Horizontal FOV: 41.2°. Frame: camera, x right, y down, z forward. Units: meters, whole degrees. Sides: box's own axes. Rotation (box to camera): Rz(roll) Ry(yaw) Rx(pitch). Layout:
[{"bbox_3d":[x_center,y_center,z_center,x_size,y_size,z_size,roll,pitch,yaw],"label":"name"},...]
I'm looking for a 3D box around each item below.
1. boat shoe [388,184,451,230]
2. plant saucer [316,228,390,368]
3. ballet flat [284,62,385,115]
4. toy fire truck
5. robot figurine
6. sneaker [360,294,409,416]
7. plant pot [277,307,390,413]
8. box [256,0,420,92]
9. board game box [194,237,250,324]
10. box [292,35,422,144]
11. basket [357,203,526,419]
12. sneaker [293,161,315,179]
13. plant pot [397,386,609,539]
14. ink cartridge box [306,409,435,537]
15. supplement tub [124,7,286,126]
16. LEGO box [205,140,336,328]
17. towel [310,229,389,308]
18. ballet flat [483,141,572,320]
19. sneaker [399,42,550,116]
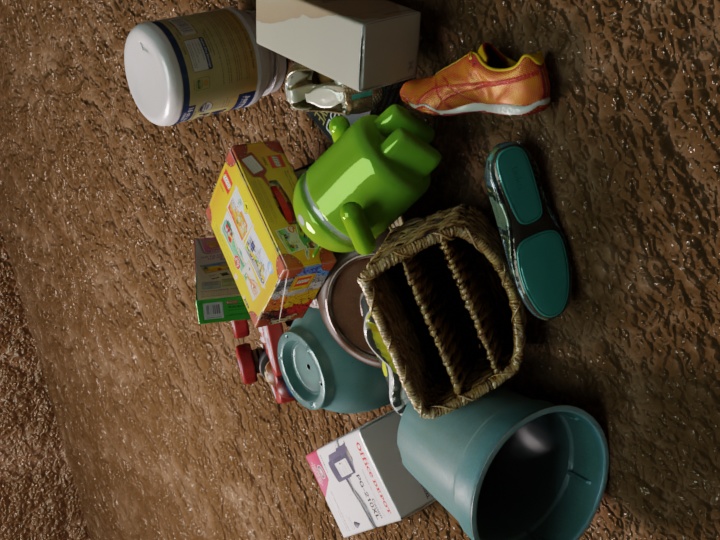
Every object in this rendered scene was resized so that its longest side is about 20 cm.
[{"bbox_3d":[0.061,-0.081,1.213,0.201,0.073,0.063,63,154,18],"label":"boat shoe"},{"bbox_3d":[0.031,0.045,1.260,0.198,0.032,0.202,7,113,16],"label":"plant saucer"},{"bbox_3d":[-0.053,-0.228,1.203,0.199,0.065,0.071,11,118,51],"label":"ballet flat"},{"bbox_3d":[-0.138,0.122,1.512,0.168,0.111,0.202,-127,27,-68],"label":"toy fire truck"},{"bbox_3d":[0.002,-0.101,1.129,0.200,0.115,0.176,-40,42,30],"label":"robot figurine"},{"bbox_3d":[0.054,0.102,1.221,0.085,0.074,0.201,-107,-3,-54],"label":"sneaker"},{"bbox_3d":[-0.036,0.124,1.398,0.200,0.133,0.202,31,131,44],"label":"plant pot"},{"bbox_3d":[-0.029,-0.282,1.120,0.199,0.095,0.078,32,131,39],"label":"box"},{"bbox_3d":[-0.172,0.006,1.443,0.200,0.151,0.041,-108,15,-61],"label":"board game box"},{"bbox_3d":[-0.013,-0.263,1.232,0.158,0.050,0.201,52,142,23],"label":"box"},{"bbox_3d":[0.108,0.044,1.091,0.142,0.149,0.201,-16,107,23],"label":"basket"},{"bbox_3d":[-0.068,-0.107,1.345,0.199,0.077,0.080,-5,109,57],"label":"sneaker"},{"bbox_3d":[0.155,0.222,1.142,0.196,0.199,0.202,25,127,57],"label":"plant pot"},{"bbox_3d":[0.016,0.313,1.468,0.146,0.084,0.200,63,146,8],"label":"ink cartridge box"},{"bbox_3d":[-0.220,-0.296,1.374,0.144,0.199,0.146,31,131,43],"label":"supplement tub"},{"bbox_3d":[-0.126,-0.049,1.297,0.201,0.077,0.149,64,146,23],"label":"LEGO box"},{"bbox_3d":[0.000,0.000,1.297,0.198,0.034,0.134,8,111,25],"label":"towel"},{"bbox_3d":[0.184,-0.045,1.068,0.074,0.074,0.202,-4,102,55],"label":"ballet flat"},{"bbox_3d":[0.125,-0.210,1.056,0.199,0.073,0.078,5,109,43],"label":"sneaker"}]
